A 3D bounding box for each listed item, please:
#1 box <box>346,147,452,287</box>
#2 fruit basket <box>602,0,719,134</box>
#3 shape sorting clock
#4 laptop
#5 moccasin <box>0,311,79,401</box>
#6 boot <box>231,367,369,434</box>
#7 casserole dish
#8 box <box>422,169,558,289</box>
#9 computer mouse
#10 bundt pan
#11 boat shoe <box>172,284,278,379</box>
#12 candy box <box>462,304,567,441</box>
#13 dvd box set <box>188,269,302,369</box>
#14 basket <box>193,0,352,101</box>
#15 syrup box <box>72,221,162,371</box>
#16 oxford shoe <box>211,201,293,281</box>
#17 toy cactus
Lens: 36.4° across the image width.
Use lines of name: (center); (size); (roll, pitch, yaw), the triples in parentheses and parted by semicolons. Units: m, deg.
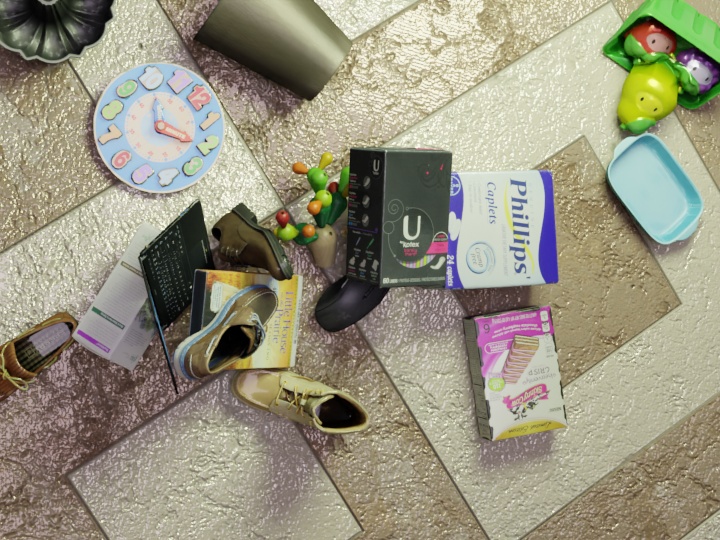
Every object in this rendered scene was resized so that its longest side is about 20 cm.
box: (0.057, -0.081, 1.635); (0.122, 0.106, 0.201); (-3, 99, -31)
fruit basket: (0.500, -0.329, 1.804); (0.214, 0.155, 0.217); (7, 71, -20)
shape sorting clock: (-0.306, -0.218, 1.668); (0.199, 0.039, 0.201); (0, 88, -12)
laptop: (-0.247, 0.036, 1.559); (0.103, 0.178, 0.200); (27, 56, 23)
moccasin: (-0.498, 0.136, 1.597); (0.201, 0.078, 0.074); (-31, 96, -11)
boot: (-0.091, 0.196, 1.646); (0.199, 0.155, 0.073); (21, 84, -11)
casserole dish: (0.490, -0.136, 1.840); (0.121, 0.039, 0.200); (-42, 100, -10)
box: (0.201, -0.065, 1.736); (0.199, 0.105, 0.185); (-3, 90, -18)
computer mouse: (0.000, 0.000, 1.708); (0.200, 0.046, 0.141); (-38, 116, -11)
bundt pan: (-0.461, -0.399, 1.618); (0.201, 0.076, 0.203); (0, 89, -13)
boat shoe: (-0.173, 0.092, 1.552); (0.200, 0.072, 0.072); (-46, 128, -37)
candy box: (0.251, 0.165, 1.772); (0.136, 0.061, 0.201); (-9, 91, -13)
dvd box set: (-0.170, 0.075, 1.635); (0.199, 0.029, 0.147); (4, 92, -49)
basket: (-0.122, -0.365, 1.668); (0.200, 0.136, 0.181); (35, 86, -13)
syrup box: (-0.331, 0.040, 1.622); (0.081, 0.079, 0.201); (29, 82, 23)
oxford shoe: (-0.163, -0.026, 1.626); (0.084, 0.200, 0.073); (-34, 126, -13)
toy cactus: (-0.070, -0.079, 1.678); (0.102, 0.200, 0.166); (10, 128, 19)
